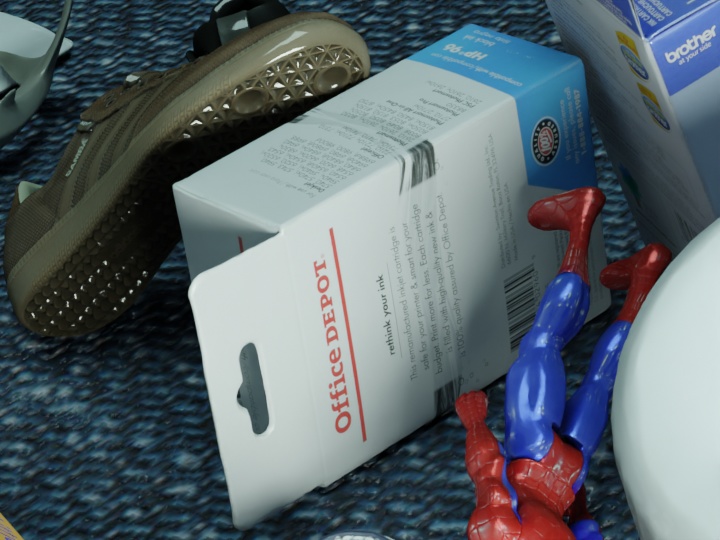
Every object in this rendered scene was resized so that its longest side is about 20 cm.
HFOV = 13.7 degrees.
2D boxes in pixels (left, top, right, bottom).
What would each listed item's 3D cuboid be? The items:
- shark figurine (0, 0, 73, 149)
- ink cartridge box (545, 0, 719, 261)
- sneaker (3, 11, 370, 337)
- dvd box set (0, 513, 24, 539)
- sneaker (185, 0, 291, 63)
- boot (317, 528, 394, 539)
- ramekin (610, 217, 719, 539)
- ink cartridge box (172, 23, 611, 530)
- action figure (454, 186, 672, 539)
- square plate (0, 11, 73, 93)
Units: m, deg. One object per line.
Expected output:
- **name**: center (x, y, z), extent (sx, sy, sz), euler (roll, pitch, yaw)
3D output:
- **shark figurine**: center (-0.207, -0.076, 1.357), extent (0.214, 0.090, 0.128), euler (-16, 49, -25)
- **ink cartridge box**: center (0.118, -0.065, 1.141), extent (0.042, 0.200, 0.119), euler (-32, 34, -5)
- **sneaker**: center (-0.081, -0.056, 1.212), extent (0.200, 0.070, 0.076), euler (-38, 50, 28)
- **dvd box set**: center (-0.138, 0.155, 0.931), extent (0.147, 0.029, 0.200), euler (-56, 38, 2)
- **sneaker**: center (-0.045, -0.059, 1.275), extent (0.069, 0.100, 0.200), euler (-12, 30, 0)
- **boot**: center (-0.015, 0.125, 0.967), extent (0.072, 0.091, 0.200), euler (-3, 31, 10)
- **ramekin**: center (0.177, 0.055, 0.957), extent (0.199, 0.098, 0.201), euler (-12, 50, 15)
- **ink cartridge box**: center (0.000, 0.000, 1.148), extent (0.200, 0.116, 0.068), euler (-30, 35, -32)
- **action figure**: center (0.066, 0.063, 1.067), extent (0.052, 0.065, 0.201), euler (-24, 35, 37)
- **square plate**: center (-0.278, -0.099, 1.483), extent (0.198, 0.029, 0.200), euler (18, 40, 39)
